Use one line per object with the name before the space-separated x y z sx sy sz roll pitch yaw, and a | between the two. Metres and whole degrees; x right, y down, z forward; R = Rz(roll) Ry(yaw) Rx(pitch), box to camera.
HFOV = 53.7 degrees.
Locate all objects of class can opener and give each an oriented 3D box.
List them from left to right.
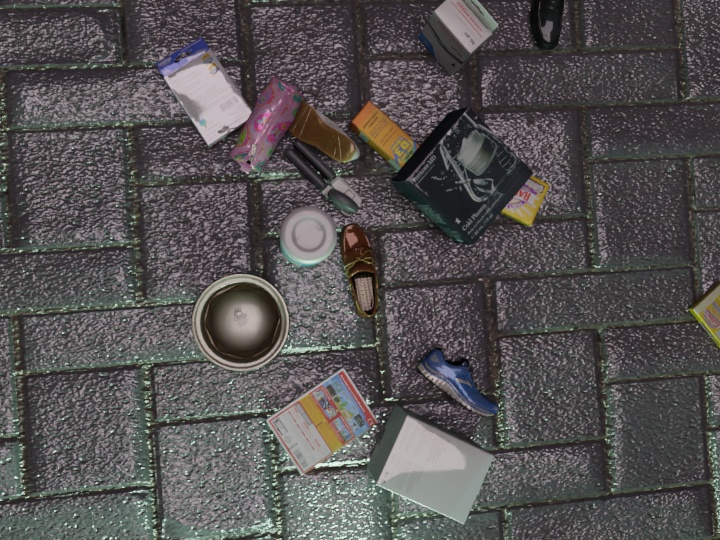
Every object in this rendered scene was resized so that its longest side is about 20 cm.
can opener | -0.076 -0.198 1.509 0.200 0.067 0.053 44 84 -5

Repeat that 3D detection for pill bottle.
pill bottle | -0.108 -0.065 1.435 0.110 0.200 0.111 0 88 -6

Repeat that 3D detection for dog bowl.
dog bowl | -0.246 0.106 1.479 0.199 0.074 0.201 0 89 -6

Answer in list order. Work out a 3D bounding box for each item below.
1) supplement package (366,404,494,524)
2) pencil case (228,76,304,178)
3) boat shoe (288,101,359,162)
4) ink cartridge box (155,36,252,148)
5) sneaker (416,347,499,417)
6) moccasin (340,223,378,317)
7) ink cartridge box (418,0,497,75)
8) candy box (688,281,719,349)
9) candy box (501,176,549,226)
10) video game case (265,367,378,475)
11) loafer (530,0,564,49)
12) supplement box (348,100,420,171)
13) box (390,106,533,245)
supplement package | 0.141 0.397 1.482 0.199 0.151 0.152 26 85 -6
pencil case | -0.195 -0.296 1.472 0.087 0.087 0.200 31 96 -5
boat shoe | -0.085 -0.292 1.513 0.200 0.069 0.071 41 105 14
ink cartridge box | -0.325 -0.373 1.495 0.119 0.042 0.200 -34 96 -8
sneaker | 0.223 0.240 1.533 0.200 0.079 0.089 37 87 -5
moccasin | -0.002 0.000 1.509 0.073 0.078 0.202 -5 90 -7
ink cartridge box | 0.199 -0.497 1.482 0.068 0.200 0.116 -43 94 -6
candy box | 0.856 0.133 1.640 0.102 0.026 0.200 -39 93 -4
candy box | 0.308 -0.186 1.570 0.199 0.026 0.103 25 89 -6
video game case | -0.081 0.321 1.523 0.200 0.017 0.143 -33 93 -6
loafer | 0.417 -0.594 1.577 0.068 0.070 0.202 -1 89 -7
supplement box | 0.071 -0.271 1.530 0.200 0.069 0.067 40 87 -7
box | 0.206 -0.192 1.463 0.196 0.124 0.200 41 86 -13
